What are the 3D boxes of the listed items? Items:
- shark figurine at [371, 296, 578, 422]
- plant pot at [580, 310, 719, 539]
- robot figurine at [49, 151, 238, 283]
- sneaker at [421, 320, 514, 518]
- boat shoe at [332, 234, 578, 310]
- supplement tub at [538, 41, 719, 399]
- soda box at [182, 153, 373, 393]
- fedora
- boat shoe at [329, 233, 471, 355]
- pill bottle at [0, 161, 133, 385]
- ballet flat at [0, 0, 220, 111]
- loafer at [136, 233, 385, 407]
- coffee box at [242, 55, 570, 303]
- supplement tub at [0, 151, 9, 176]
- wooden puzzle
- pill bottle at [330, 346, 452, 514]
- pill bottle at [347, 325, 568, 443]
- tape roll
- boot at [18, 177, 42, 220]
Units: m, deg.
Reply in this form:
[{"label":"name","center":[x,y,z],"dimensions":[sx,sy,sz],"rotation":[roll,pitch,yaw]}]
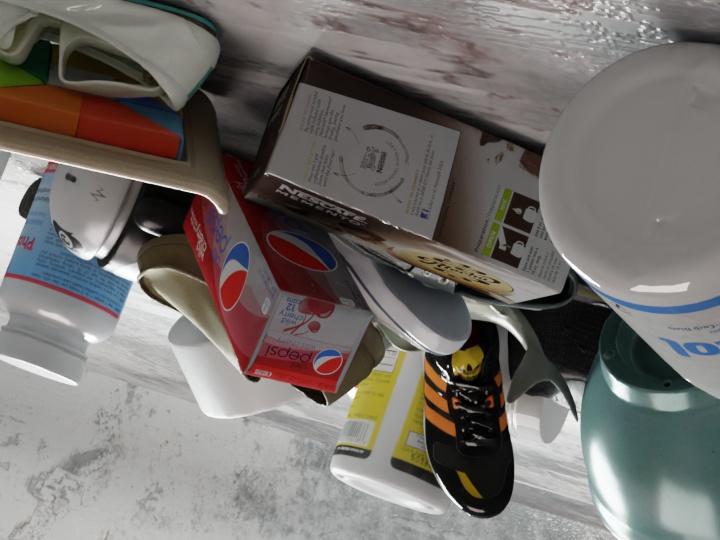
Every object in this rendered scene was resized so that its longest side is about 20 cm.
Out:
[{"label":"shark figurine","center":[0.071,0.037,1.185],"dimensions":[0.213,0.129,0.089],"rotation":[10,163,27]},{"label":"plant pot","center":[0.241,0.087,1.106],"dimensions":[0.200,0.200,0.135],"rotation":[10,138,39]},{"label":"robot figurine","center":[-0.146,-0.041,1.240],"dimensions":[0.199,0.125,0.150],"rotation":[23,142,-18]},{"label":"sneaker","center":[0.083,0.097,1.263],"dimensions":[0.070,0.201,0.090],"rotation":[-7,165,-1]},{"label":"boat shoe","center":[0.067,-0.019,1.095],"dimensions":[0.199,0.073,0.062],"rotation":[18,-163,-28]},{"label":"supplement tub","center":[0.183,-0.017,0.801],"dimensions":[0.131,0.133,0.200],"rotation":[12,166,34]},{"label":"soda box","center":[-0.060,-0.003,1.038],"dimensions":[0.070,0.064,0.200],"rotation":[14,-157,-25]},{"label":"fedora","center":[0.173,0.063,1.276],"dimensions":[0.200,0.092,0.201],"rotation":[19,168,4]},{"label":"boat shoe","center":[0.000,0.000,1.153],"dimensions":[0.073,0.066,0.200],"rotation":[-11,-130,-47]},{"label":"pill bottle","center":[-0.253,-0.006,1.396],"dimensions":[0.108,0.201,0.109],"rotation":[18,168,4]},{"label":"ballet flat","center":[-0.186,-0.149,0.967],"dimensions":[0.199,0.070,0.069],"rotation":[19,169,5]},{"label":"loafer","center":[-0.081,0.036,1.136],"dimensions":[0.199,0.068,0.076],"rotation":[21,149,16]},{"label":"coffee box","center":[0.034,-0.053,1.003],"dimensions":[0.199,0.080,0.113],"rotation":[22,171,-10]},{"label":"supplement tub","center":[-0.360,-0.125,1.167],"dimensions":[0.199,0.133,0.132],"rotation":[21,168,-6]},{"label":"wooden puzzle","center":[-0.178,-0.109,1.004],"dimensions":[0.199,0.037,0.185],"rotation":[17,-159,-16]},{"label":"pill bottle","center":[0.056,0.100,1.366],"dimensions":[0.111,0.201,0.111],"rotation":[19,167,5]},{"label":"pill bottle","center":[0.096,0.094,1.485],"dimensions":[0.199,0.120,0.120],"rotation":[14,167,25]},{"label":"tape roll","center":[-0.057,0.043,1.310],"dimensions":[0.202,0.202,0.071],"rotation":[0,117,59]},{"label":"boot","center":[-0.234,-0.024,1.610],"dimensions":[0.200,0.073,0.182],"rotation":[36,175,-34]}]
